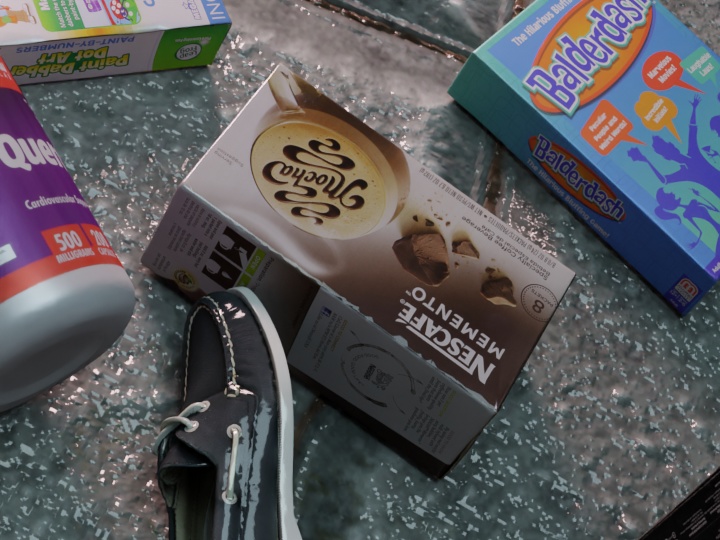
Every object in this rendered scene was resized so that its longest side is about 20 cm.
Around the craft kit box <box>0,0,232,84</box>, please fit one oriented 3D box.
[{"bbox_3d":[-0.197,-0.198,1.052,0.196,0.049,0.202,-8,63,-31],"label":"craft kit box"}]

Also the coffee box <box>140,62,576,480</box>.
[{"bbox_3d":[0.000,0.000,0.989,0.199,0.080,0.113,36,50,1],"label":"coffee box"}]

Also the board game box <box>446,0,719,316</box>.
[{"bbox_3d":[0.173,-0.090,1.150,0.200,0.045,0.152,43,52,7],"label":"board game box"}]

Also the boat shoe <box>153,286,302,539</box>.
[{"bbox_3d":[-0.069,0.098,0.898,0.060,0.076,0.202,5,57,-28],"label":"boat shoe"}]

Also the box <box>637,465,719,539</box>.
[{"bbox_3d":[0.214,0.179,0.895,0.085,0.200,0.165,-7,62,-27],"label":"box"}]

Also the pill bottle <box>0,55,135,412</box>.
[{"bbox_3d":[-0.199,-0.038,0.893,0.112,0.113,0.201,-24,76,-34],"label":"pill bottle"}]
